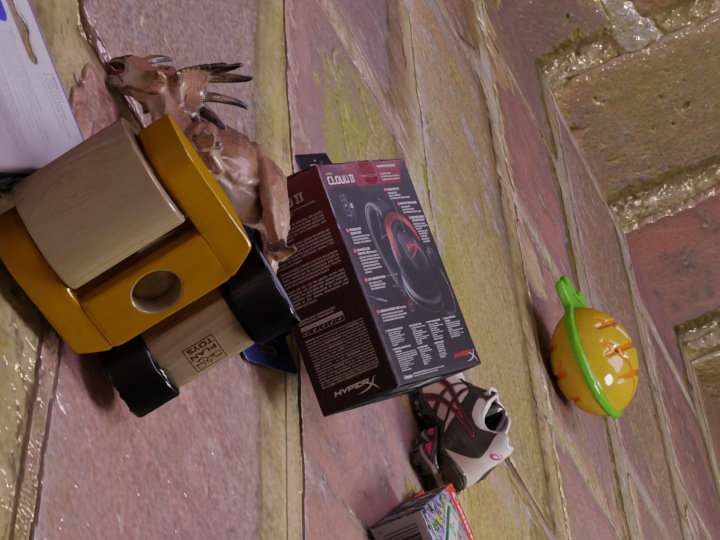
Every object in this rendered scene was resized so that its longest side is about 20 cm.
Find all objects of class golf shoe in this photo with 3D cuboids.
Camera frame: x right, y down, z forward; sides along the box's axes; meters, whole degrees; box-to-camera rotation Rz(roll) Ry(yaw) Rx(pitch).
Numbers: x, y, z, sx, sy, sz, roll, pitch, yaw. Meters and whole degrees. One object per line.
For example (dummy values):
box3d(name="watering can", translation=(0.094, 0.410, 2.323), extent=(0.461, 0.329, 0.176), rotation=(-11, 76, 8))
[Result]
box3d(name="golf shoe", translation=(0.098, 0.137, 2.075), extent=(0.077, 0.088, 0.200), rotation=(58, 15, -27))

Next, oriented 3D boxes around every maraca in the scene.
box3d(name="maraca", translation=(0.290, 0.097, 2.840), extent=(0.137, 0.107, 0.200), rotation=(49, 22, -51))

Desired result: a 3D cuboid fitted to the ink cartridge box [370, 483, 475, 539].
box3d(name="ink cartridge box", translation=(0.070, 0.239, 1.871), extent=(0.109, 0.050, 0.200), rotation=(67, 14, 1))

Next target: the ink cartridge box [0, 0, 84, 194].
box3d(name="ink cartridge box", translation=(-0.240, -0.141, 1.303), extent=(0.199, 0.043, 0.200), rotation=(68, 15, 5))

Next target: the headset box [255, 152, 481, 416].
box3d(name="headset box", translation=(0.000, 0.000, 1.742), extent=(0.149, 0.075, 0.200), rotation=(-11, 79, -62))

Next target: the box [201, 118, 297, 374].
box3d(name="box", translation=(-0.088, -0.022, 1.732), extent=(0.121, 0.032, 0.200), rotation=(26, 44, -70))

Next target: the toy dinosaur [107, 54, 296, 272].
box3d(name="toy dinosaur", translation=(-0.096, -0.075, 1.626), extent=(0.200, 0.086, 0.136), rotation=(51, 27, -26))

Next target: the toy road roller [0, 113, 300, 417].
box3d(name="toy road roller", translation=(-0.138, -0.023, 1.363), extent=(0.200, 0.123, 0.146), rotation=(57, 3, -44))
